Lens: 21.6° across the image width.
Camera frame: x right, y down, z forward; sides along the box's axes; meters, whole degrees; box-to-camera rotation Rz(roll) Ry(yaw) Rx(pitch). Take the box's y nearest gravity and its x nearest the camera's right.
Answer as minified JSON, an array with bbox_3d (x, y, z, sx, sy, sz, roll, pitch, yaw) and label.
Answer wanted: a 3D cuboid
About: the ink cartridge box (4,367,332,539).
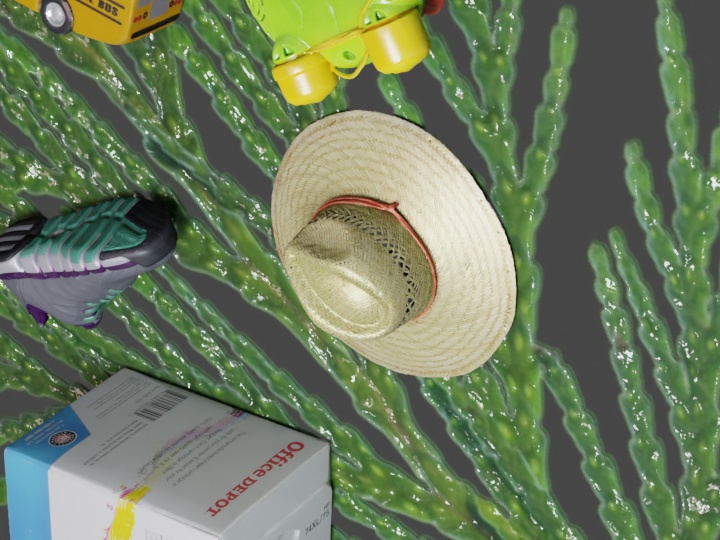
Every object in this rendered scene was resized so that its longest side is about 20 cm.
[{"bbox_3d":[-0.141,0.191,1.410,0.199,0.146,0.147,17,121,28],"label":"ink cartridge box"}]

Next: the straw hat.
[{"bbox_3d":[0.000,0.000,1.253,0.200,0.085,0.203,16,122,28],"label":"straw hat"}]

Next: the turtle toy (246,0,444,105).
[{"bbox_3d":[0.006,-0.194,1.140,0.199,0.101,0.147,-14,104,38],"label":"turtle toy"}]

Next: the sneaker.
[{"bbox_3d":[-0.195,0.001,1.416,0.199,0.075,0.088,-2,128,44],"label":"sneaker"}]

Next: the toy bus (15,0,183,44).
[{"bbox_3d":[-0.218,-0.224,1.308,0.199,0.065,0.079,30,126,20],"label":"toy bus"}]
